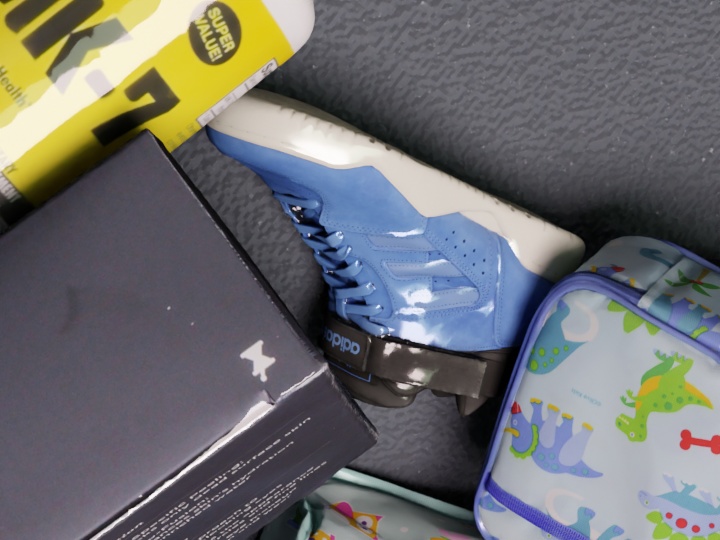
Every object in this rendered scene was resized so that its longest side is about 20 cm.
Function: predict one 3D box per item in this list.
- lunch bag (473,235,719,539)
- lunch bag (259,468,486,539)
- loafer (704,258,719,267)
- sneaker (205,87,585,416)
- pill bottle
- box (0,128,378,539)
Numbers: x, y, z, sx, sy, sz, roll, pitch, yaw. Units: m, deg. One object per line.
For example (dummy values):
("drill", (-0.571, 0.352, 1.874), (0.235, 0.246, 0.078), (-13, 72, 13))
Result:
("lunch bag", (0.157, 0.094, 0.932), (0.082, 0.200, 0.161), (-35, 150, -55))
("lunch bag", (0.035, 0.203, 0.999), (0.199, 0.122, 0.171), (16, 109, -11))
("loafer", (0.158, 0.090, 1.036), (0.070, 0.068, 0.201), (6, 112, -23))
("sneaker", (0.001, 0.000, 0.923), (0.199, 0.077, 0.112), (23, 95, -36))
("pill bottle", (-0.091, -0.105, 0.814), (0.200, 0.114, 0.114), (-39, 123, 0))
("box", (-0.111, 0.067, 0.831), (0.196, 0.118, 0.200), (-36, 168, -2))
